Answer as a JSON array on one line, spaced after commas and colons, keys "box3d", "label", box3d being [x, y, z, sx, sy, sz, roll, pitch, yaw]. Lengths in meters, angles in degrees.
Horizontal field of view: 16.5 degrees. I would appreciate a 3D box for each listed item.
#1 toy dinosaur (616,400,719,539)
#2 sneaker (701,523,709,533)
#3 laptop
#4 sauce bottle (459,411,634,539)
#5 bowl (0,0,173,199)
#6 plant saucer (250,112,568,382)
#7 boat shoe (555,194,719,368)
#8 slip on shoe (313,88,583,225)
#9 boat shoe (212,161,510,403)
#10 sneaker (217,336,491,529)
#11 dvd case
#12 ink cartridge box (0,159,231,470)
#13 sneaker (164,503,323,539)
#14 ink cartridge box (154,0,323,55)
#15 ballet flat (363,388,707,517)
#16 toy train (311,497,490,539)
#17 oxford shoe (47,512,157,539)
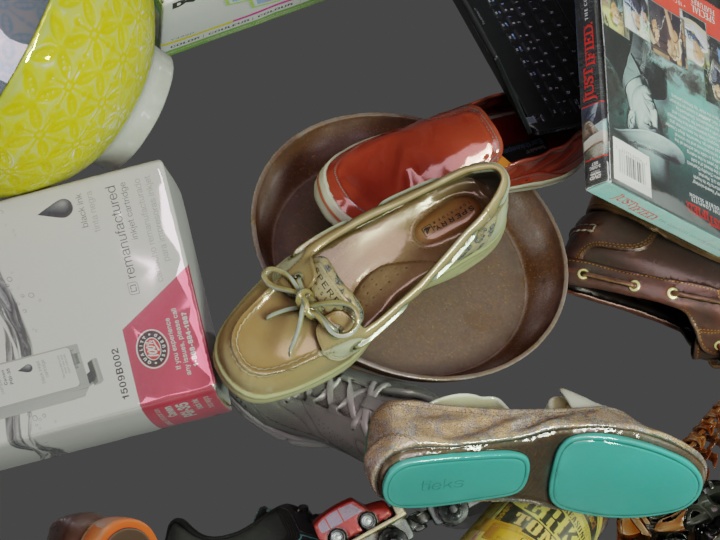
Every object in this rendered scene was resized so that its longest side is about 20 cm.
[{"box3d": [0.190, 0.158, 1.443, 0.135, 0.102, 0.201, -5, 71, 36], "label": "toy dinosaur"}, {"box3d": [0.199, 0.207, 1.496, 0.088, 0.075, 0.200, 33, 69, 15], "label": "sneaker"}, {"box3d": [0.104, -0.182, 1.496, 0.199, 0.103, 0.178, -13, 64, -30], "label": "laptop"}, {"box3d": [0.105, 0.150, 1.460, 0.065, 0.065, 0.200, 40, 47, 4], "label": "sauce bottle"}, {"box3d": [-0.177, -0.118, 1.481, 0.108, 0.200, 0.201, 29, 74, -24], "label": "bowl"}, {"box3d": [0.027, -0.009, 1.509, 0.200, 0.035, 0.201, 9, 53, -12], "label": "plant saucer"}, {"box3d": [0.217, 0.025, 1.534, 0.199, 0.070, 0.070, 24, 68, 9], "label": "boat shoe"}, {"box3d": [0.059, -0.071, 1.508, 0.200, 0.061, 0.074, -17, 63, -28], "label": "slip on shoe"}, {"box3d": [0.000, 0.000, 1.417, 0.200, 0.063, 0.073, -38, 79, -16], "label": "boat shoe"}, {"box3d": [0.004, 0.081, 1.486, 0.200, 0.092, 0.076, 27, 76, 2], "label": "sneaker"}, {"box3d": [0.177, -0.122, 1.490, 0.022, 0.146, 0.201, -19, 63, 36], "label": "dvd case"}, {"box3d": [-0.191, 0.034, 1.466, 0.199, 0.083, 0.147, -15, 78, 1], "label": "ink cartridge box"}, {"box3d": [-0.022, 0.173, 1.471, 0.199, 0.075, 0.080, -7, 75, -8], "label": "sneaker"}, {"box3d": [-0.067, -0.215, 1.494, 0.147, 0.200, 0.076, -21, 80, -10], "label": "ink cartridge box"}, {"box3d": [0.097, 0.096, 1.395, 0.199, 0.068, 0.067, 5, 37, -17], "label": "ballet flat"}, {"box3d": [-0.004, 0.153, 1.422, 0.200, 0.034, 0.046, -29, 84, -4], "label": "toy train"}, {"box3d": [-0.161, 0.241, 1.454, 0.071, 0.073, 0.201, 9, 87, -44], "label": "oxford shoe"}]
